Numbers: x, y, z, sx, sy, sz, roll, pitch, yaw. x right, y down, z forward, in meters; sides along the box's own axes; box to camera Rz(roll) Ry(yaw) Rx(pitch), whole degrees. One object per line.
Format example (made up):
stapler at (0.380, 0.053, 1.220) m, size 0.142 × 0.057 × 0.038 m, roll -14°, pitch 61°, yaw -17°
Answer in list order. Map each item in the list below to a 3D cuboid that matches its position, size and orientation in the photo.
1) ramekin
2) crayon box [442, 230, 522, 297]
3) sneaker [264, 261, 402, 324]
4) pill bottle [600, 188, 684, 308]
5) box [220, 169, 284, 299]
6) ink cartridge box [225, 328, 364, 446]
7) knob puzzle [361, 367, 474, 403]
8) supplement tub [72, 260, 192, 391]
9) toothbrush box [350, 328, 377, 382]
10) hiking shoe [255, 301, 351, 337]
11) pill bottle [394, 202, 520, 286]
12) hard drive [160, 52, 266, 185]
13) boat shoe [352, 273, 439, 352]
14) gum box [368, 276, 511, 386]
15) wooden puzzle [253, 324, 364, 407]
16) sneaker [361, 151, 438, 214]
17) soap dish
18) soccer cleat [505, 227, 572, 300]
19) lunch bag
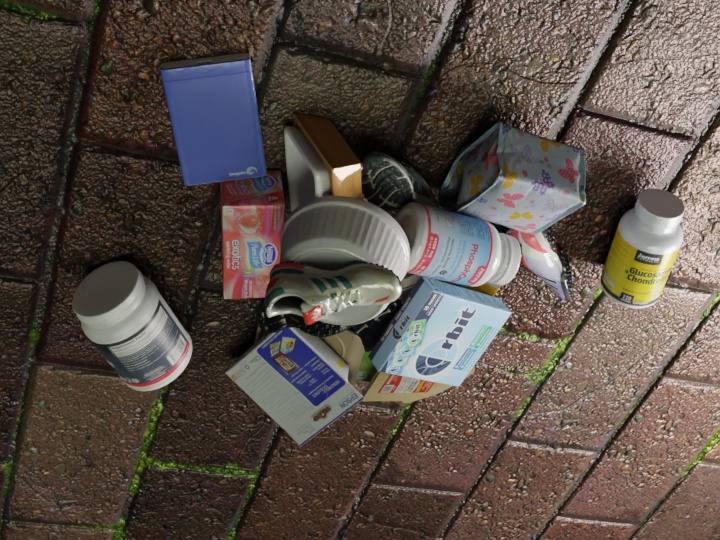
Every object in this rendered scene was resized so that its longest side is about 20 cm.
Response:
ramekin at (-0.030, -0.006, 1.498) m, size 0.200 × 0.095 × 0.204 m, roll 7°, pitch 134°, yaw 7°
crayon box at (0.176, 0.010, 1.752) m, size 0.125 × 0.052 × 0.201 m, roll 29°, pitch 116°, yaw -5°
sneaker at (-0.042, 0.042, 1.414) m, size 0.198 × 0.094 × 0.071 m, roll 3°, pitch 134°, yaw 12°
pill bottle at (0.498, -0.039, 1.764) m, size 0.111 × 0.113 × 0.201 m, roll -1°, pitch 132°, yaw -9°
box at (-0.176, -0.057, 1.640) m, size 0.102 × 0.095 × 0.201 m, roll -1°, pitch 132°, yaw -10°
ink cartridge box at (-0.117, 0.199, 1.828) m, size 0.200 × 0.047 × 0.197 m, roll 44°, pitch 125°, yaw -9°
knob puzzle at (0.117, 0.175, 1.827) m, size 0.218 × 0.031 × 0.221 m, roll -12°, pitch 143°, yaw -9°
supplement tub at (-0.386, 0.096, 1.711) m, size 0.139 × 0.141 × 0.201 m, roll -19°, pitch 132°, yaw 8°
toothbrush box at (0.084, 0.137, 1.870) m, size 0.198 × 0.087 × 0.146 m, roll 10°, pitch 130°, yaw -20°
hiking shoe at (-0.078, 0.061, 1.686) m, size 0.199 × 0.100 × 0.076 m, roll 1°, pitch 108°, yaw 35°
pill bottle at (0.151, -0.035, 1.601) m, size 0.198 × 0.109 × 0.109 m, roll 12°, pitch 129°, yaw -25°
hard drive at (-0.218, -0.225, 1.519) m, size 0.131 × 0.025 × 0.201 m, roll -8°, pitch 129°, yaw -3°
boat shoe at (0.069, 0.066, 1.695) m, size 0.199 × 0.075 × 0.093 m, roll -27°, pitch 88°, yaw 33°
gum box at (0.135, 0.107, 1.690) m, size 0.199 × 0.045 × 0.171 m, roll 16°, pitch 116°, yaw -40°
wooden puzzle at (-0.094, 0.145, 1.839) m, size 0.198 × 0.046 × 0.186 m, roll 22°, pitch 126°, yaw 8°
sneaker at (0.058, -0.137, 1.613) m, size 0.077 × 0.087 × 0.200 m, roll -24°, pitch 141°, yaw 21°
soap dish at (-0.054, -0.126, 1.567) m, size 0.081 × 0.158 × 0.201 m, roll -17°, pitch 135°, yaw -17°
soccer cleat at (0.324, -0.017, 1.793) m, size 0.073 × 0.069 × 0.200 m, roll -14°, pitch 134°, yaw 23°
lunch bag at (0.238, -0.138, 1.619) m, size 0.168 × 0.128 × 0.200 m, roll 13°, pitch 155°, yaw -20°
